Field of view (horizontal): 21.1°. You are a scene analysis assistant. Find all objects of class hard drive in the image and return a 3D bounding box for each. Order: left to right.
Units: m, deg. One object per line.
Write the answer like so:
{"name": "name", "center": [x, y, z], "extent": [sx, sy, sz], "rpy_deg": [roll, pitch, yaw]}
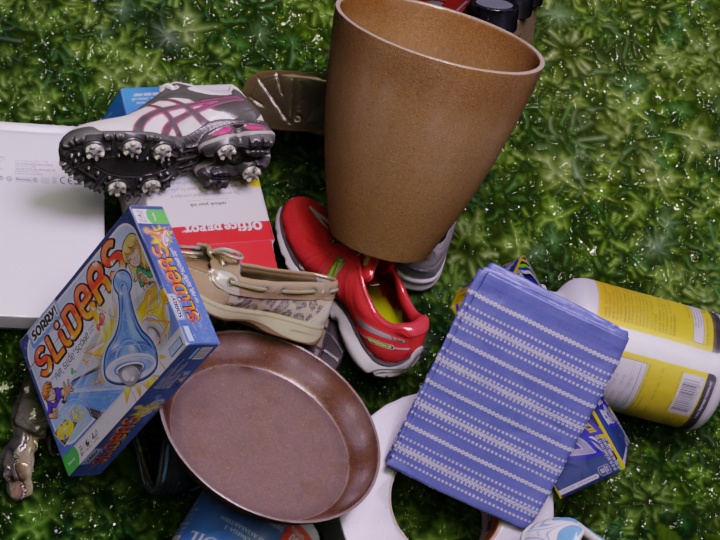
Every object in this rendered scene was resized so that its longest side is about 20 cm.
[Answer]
{"name": "hard drive", "center": [-0.294, -0.041, 1.718], "extent": [0.132, 0.025, 0.200], "rpy_deg": [3, 60, -13]}

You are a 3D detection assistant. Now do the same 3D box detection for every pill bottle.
{"name": "pill bottle", "center": [-0.127, 0.279, 1.607], "extent": [0.112, 0.112, 0.200], "rpy_deg": [31, 65, -1]}
{"name": "pill bottle", "center": [0.230, 0.071, 1.776], "extent": [0.199, 0.112, 0.112], "rpy_deg": [15, 67, -8]}

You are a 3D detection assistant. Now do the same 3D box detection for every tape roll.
{"name": "tape roll", "center": [0.068, 0.211, 1.708], "extent": [0.200, 0.066, 0.201], "rpy_deg": [4, 69, -11]}

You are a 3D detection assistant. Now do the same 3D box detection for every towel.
{"name": "towel", "center": [0.125, 0.108, 1.656], "extent": [0.145, 0.024, 0.200], "rpy_deg": [25, 103, -4]}

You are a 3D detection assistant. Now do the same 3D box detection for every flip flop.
{"name": "flip flop", "center": [-0.071, 0.104, 1.723], "extent": [0.081, 0.058, 0.200], "rpy_deg": [33, 49, -6]}

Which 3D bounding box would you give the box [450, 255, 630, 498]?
{"name": "box", "center": [0.159, 0.094, 1.696], "extent": [0.070, 0.064, 0.200], "rpy_deg": [-27, 99, 18]}

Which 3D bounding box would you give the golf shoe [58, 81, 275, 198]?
{"name": "golf shoe", "center": [-0.175, -0.117, 1.687], "extent": [0.200, 0.077, 0.088], "rpy_deg": [-3, 53, -31]}

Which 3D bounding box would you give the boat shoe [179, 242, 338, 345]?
{"name": "boat shoe", "center": [-0.106, 0.008, 1.654], "extent": [0.200, 0.073, 0.063], "rpy_deg": [20, 99, -42]}

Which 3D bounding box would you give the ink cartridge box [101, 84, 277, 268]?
{"name": "ink cartridge box", "center": [-0.153, -0.064, 1.746], "extent": [0.116, 0.067, 0.200], "rpy_deg": [-5, 70, -28]}

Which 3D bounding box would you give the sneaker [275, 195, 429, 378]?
{"name": "sneaker", "center": [0.000, 0.000, 1.744], "extent": [0.077, 0.085, 0.200], "rpy_deg": [-18, 61, -41]}

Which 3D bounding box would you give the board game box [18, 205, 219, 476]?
{"name": "board game box", "center": [-0.201, 0.059, 1.581], "extent": [0.034, 0.200, 0.136], "rpy_deg": [0, 54, -42]}

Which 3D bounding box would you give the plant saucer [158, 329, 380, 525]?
{"name": "plant saucer", "center": [-0.080, 0.136, 1.617], "extent": [0.200, 0.035, 0.201], "rpy_deg": [18, 42, -17]}

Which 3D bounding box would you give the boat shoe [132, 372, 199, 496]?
{"name": "boat shoe", "center": [-0.177, 0.094, 1.656], "extent": [0.069, 0.084, 0.200], "rpy_deg": [-16, 85, -45]}

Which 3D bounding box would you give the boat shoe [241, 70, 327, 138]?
{"name": "boat shoe", "center": [-0.010, -0.151, 1.788], "extent": [0.200, 0.066, 0.072], "rpy_deg": [6, 98, -2]}

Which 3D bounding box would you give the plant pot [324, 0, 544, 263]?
{"name": "plant pot", "center": [0.041, -0.115, 1.685], "extent": [0.186, 0.186, 0.200], "rpy_deg": [14, 111, -8]}

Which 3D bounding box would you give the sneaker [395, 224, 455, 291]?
{"name": "sneaker", "center": [0.072, -0.084, 1.811], "extent": [0.075, 0.082, 0.201], "rpy_deg": [8, 68, -11]}

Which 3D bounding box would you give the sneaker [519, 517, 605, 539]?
{"name": "sneaker", "center": [0.216, 0.281, 1.680], "extent": [0.200, 0.072, 0.072], "rpy_deg": [41, 63, -33]}

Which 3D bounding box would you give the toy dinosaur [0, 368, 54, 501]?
{"name": "toy dinosaur", "center": [-0.258, 0.102, 1.681], "extent": [0.088, 0.047, 0.200], "rpy_deg": [8, 64, -4]}

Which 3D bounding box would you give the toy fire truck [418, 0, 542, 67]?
{"name": "toy fire truck", "center": [0.063, -0.248, 1.838], "extent": [0.199, 0.129, 0.176], "rpy_deg": [11, 23, 14]}
